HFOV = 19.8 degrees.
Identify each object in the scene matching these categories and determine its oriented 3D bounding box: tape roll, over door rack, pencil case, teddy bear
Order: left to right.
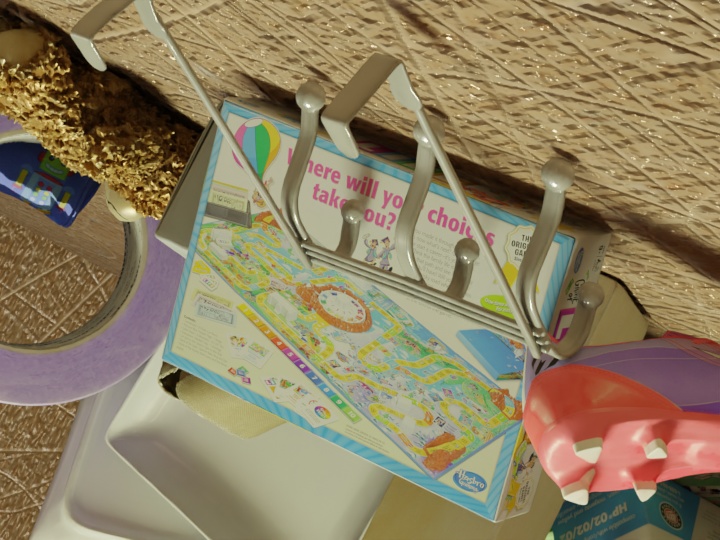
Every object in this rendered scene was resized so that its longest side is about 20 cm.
[{"bbox_3d":[-0.261,-0.104,1.367,0.199,0.078,0.087,28,-175,-10],"label":"pencil case"},{"bbox_3d":[-0.206,-0.018,1.289,0.199,0.201,0.085,28,174,-13],"label":"tape roll"},{"bbox_3d":[-0.162,-0.084,1.179,0.145,0.067,0.200,26,174,32],"label":"teddy bear"},{"bbox_3d":[0.003,-0.047,0.817,0.147,0.067,0.200,20,164,38],"label":"over door rack"}]

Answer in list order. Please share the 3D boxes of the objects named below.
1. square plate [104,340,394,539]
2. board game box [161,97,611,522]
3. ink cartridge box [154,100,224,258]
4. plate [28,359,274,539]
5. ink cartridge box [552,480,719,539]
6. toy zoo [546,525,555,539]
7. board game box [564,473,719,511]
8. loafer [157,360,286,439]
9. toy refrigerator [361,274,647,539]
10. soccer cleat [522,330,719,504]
[{"bbox_3d":[-0.042,0.080,1.255,0.198,0.200,0.028,39,-167,29],"label":"square plate"},{"bbox_3d":[0.006,0.014,0.952,0.199,0.135,0.034,24,-164,31],"label":"board game box"},{"bbox_3d":[0.000,0.000,1.108,0.145,0.083,0.200,24,173,22],"label":"ink cartridge box"},{"bbox_3d":[-0.105,0.113,1.324,0.199,0.200,0.032,10,158,20],"label":"plate"},{"bbox_3d":[0.172,0.219,1.100,0.068,0.201,0.115,-33,135,31],"label":"ink cartridge box"},{"bbox_3d":[0.108,0.216,1.096,0.020,0.201,0.131,-29,153,30],"label":"toy zoo"},{"bbox_3d":[0.173,0.112,1.154,0.199,0.029,0.134,-15,145,39],"label":"board game box"},{"bbox_3d":[-0.057,0.061,1.149,0.076,0.068,0.200,31,174,-22],"label":"loafer"},{"bbox_3d":[0.066,0.093,1.040,0.070,0.201,0.076,24,172,26],"label":"toy refrigerator"},{"bbox_3d":[0.165,0.055,0.867,0.199,0.077,0.067,-1,140,-10],"label":"soccer cleat"}]
